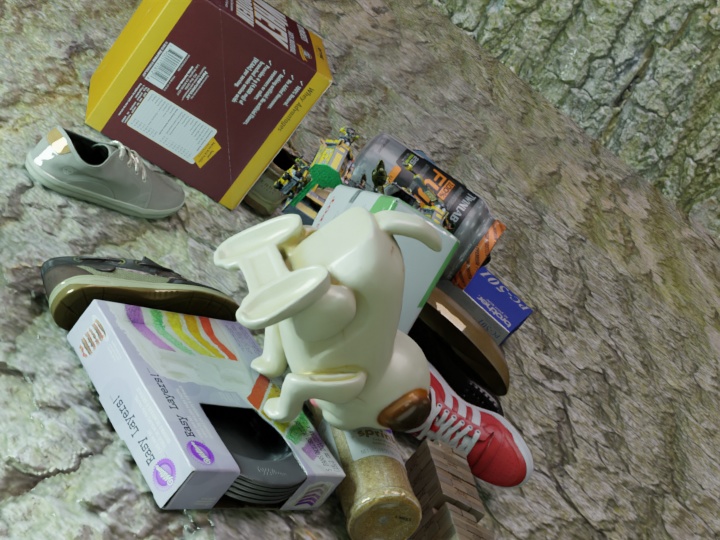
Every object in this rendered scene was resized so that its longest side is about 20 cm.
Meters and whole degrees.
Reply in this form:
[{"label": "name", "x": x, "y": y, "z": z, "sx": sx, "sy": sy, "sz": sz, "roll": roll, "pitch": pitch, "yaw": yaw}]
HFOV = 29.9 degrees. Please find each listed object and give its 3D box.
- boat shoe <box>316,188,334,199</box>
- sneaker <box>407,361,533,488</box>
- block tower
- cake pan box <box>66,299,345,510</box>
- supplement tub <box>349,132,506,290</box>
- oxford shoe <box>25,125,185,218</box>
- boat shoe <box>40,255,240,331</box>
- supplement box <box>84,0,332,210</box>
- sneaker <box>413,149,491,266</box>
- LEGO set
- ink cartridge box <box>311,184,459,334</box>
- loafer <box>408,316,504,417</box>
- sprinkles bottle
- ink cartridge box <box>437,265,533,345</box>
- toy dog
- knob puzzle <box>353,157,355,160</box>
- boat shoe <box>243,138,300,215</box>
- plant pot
[{"label": "boat shoe", "x": -0.001, "y": -0.028, "z": 1.607, "sx": 0.200, "sy": 0.074, "sz": 0.069, "roll": 35, "pitch": 25, "yaw": 1}, {"label": "sneaker", "x": 0.079, "y": 0.154, "z": 1.362, "sx": 0.200, "sy": 0.071, "sz": 0.112, "roll": 38, "pitch": 15, "yaw": 21}, {"label": "block tower", "x": 0.081, "y": 0.236, "z": 1.217, "sx": 0.054, "sy": 0.058, "sz": 0.200, "roll": 29, "pitch": 20, "yaw": -24}, {"label": "cake pan box", "x": -0.126, "y": 0.117, "z": 1.120, "sx": 0.184, "sy": 0.052, "sz": 0.200, "roll": 12, "pitch": 34, "yaw": -48}, {"label": "supplement tub", "x": 0.073, "y": -0.070, "z": 1.673, "sx": 0.200, "sy": 0.123, "sz": 0.123, "roll": 34, "pitch": 20, "yaw": 4}, {"label": "oxford shoe", "x": -0.245, "y": -0.100, "z": 1.365, "sx": 0.200, "sy": 0.058, "sz": 0.075, "roll": 15, "pitch": 28, "yaw": -51}, {"label": "boat shoe", "x": -0.189, "y": 0.019, "z": 1.184, "sx": 0.200, "sy": 0.073, "sz": 0.065, "roll": 14, "pitch": 37, "yaw": -49}, {"label": "supplement box", "x": -0.173, "y": -0.217, "z": 1.533, "sx": 0.200, "sy": 0.197, "sz": 0.133, "roll": 31, "pitch": 22, "yaw": -23}, {"label": "sneaker", "x": 0.121, "y": -0.088, "z": 1.869, "sx": 0.200, "sy": 0.078, "sz": 0.090, "roll": 55, "pitch": 29, "yaw": -17}, {"label": "LEGO set", "x": 0.012, "y": -0.092, "z": 1.525, "sx": 0.200, "sy": 0.154, "sz": 0.116, "roll": 29, "pitch": 54, "yaw": -7}, {"label": "ink cartridge box", "x": 0.000, "y": 0.000, "z": 1.354, "sx": 0.084, "sy": 0.146, "sz": 0.200, "roll": 31, "pitch": -2, "yaw": -18}, {"label": "loafer", "x": 0.077, "y": 0.110, "z": 1.471, "sx": 0.200, "sy": 0.073, "sz": 0.071, "roll": 47, "pitch": 9, "yaw": 14}, {"label": "sprinkles bottle", "x": -0.002, "y": 0.158, "z": 1.219, "sx": 0.068, "sy": 0.068, "sz": 0.200, "roll": 27, "pitch": 24, "yaw": -30}, {"label": "ink cartridge box", "x": 0.125, "y": 0.014, "z": 1.762, "sx": 0.200, "sy": 0.044, "sz": 0.094, "roll": 43, "pitch": 30, "yaw": 9}, {"label": "toy dog", "x": -0.011, "y": 0.050, "z": 1.147, "sx": 0.140, "sy": 0.194, "sz": 0.200, "roll": 44, "pitch": -18, "yaw": 54}, {"label": "knob puzzle", "x": 0.031, "y": -0.109, "z": 1.897, "sx": 0.219, "sy": 0.030, "sz": 0.220, "roll": 33, "pitch": 21, "yaw": -15}, {"label": "boat shoe", "x": -0.099, "y": -0.126, "z": 1.662, "sx": 0.073, "sy": 0.063, "sz": 0.200, "roll": 35, "pitch": 20, "yaw": -9}, {"label": "plant pot", "x": 0.092, "y": 0.063, "z": 1.498, "sx": 0.200, "sy": 0.027, "sz": 0.200, "roll": 39, "pitch": -12, "yaw": 10}]
